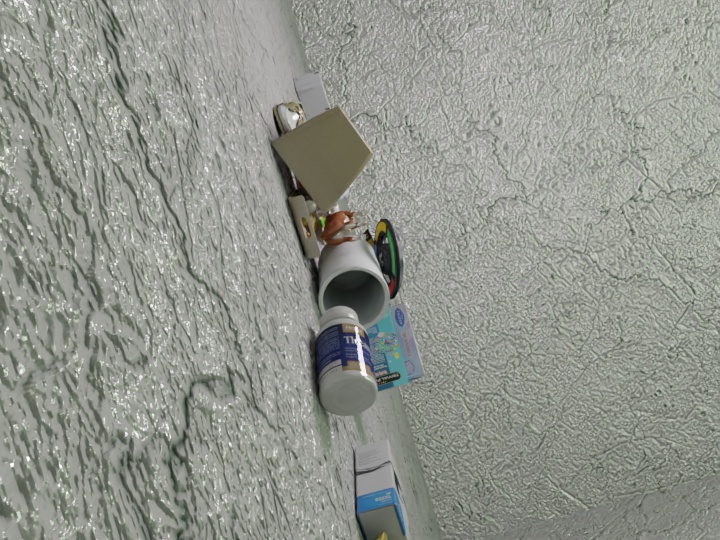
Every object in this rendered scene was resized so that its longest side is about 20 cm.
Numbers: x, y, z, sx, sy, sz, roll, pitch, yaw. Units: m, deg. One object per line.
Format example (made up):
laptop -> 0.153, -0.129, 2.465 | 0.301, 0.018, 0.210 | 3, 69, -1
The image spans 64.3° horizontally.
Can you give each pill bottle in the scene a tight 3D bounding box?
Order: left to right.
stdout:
pill bottle -> -0.032, 0.167, 1.108 | 0.202, 0.108, 0.112 | -101, 174, -51

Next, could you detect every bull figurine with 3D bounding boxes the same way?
bull figurine -> -0.044, -0.116, 1.430 | 0.201, 0.118, 0.066 | -83, 162, -63

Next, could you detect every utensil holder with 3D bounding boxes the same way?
utensil holder -> -0.024, 0.023, 1.407 | 0.201, 0.166, 0.173 | -103, 175, -62

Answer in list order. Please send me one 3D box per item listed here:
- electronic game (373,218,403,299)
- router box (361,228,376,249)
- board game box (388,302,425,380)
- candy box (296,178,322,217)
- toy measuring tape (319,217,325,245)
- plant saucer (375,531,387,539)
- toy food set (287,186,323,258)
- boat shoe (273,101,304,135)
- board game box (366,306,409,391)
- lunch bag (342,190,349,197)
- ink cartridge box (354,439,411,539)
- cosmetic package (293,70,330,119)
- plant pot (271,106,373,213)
electronic game -> 0.066, -0.029, 1.457 | 0.200, 0.041, 0.205 | 175, -90, -76
router box -> 0.009, 0.010, 1.639 | 0.051, 0.201, 0.159 | 8, 45, -42
board game box -> 0.054, 0.211, 1.532 | 0.041, 0.195, 0.204 | 65, 11, -69
candy box -> -0.137, -0.238, 1.628 | 0.200, 0.054, 0.118 | 62, 12, -75
toy measuring tape -> -0.099, -0.155, 1.741 | 0.202, 0.072, 0.074 | -102, 174, -49
plant saucer -> 0.039, 0.575, 0.969 | 0.200, 0.047, 0.205 | 60, 15, -78
toy food set -> -0.119, -0.123, 1.385 | 0.200, 0.059, 0.147 | -90, 163, -75
boat shoe -> -0.187, -0.415, 1.525 | 0.201, 0.067, 0.076 | -99, 172, -59
board game box -> 0.024, 0.206, 1.449 | 0.047, 0.148, 0.205 | 138, -61, -70
lunch bag -> -0.112, -0.335, 1.903 | 0.201, 0.124, 0.173 | -120, -167, -64
ink cartridge box -> 0.046, 0.477, 1.189 | 0.201, 0.082, 0.148 | -95, 168, -70
cosmetic package -> -0.188, -0.694, 2.320 | 0.201, 0.110, 0.083 | 65, 9, -59
plant pot -> -0.076, -0.287, 1.393 | 0.201, 0.176, 0.200 | 51, 8, -11
